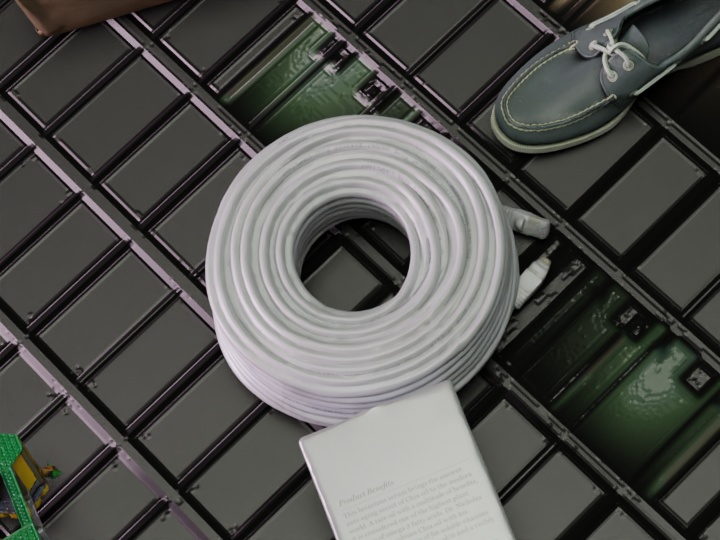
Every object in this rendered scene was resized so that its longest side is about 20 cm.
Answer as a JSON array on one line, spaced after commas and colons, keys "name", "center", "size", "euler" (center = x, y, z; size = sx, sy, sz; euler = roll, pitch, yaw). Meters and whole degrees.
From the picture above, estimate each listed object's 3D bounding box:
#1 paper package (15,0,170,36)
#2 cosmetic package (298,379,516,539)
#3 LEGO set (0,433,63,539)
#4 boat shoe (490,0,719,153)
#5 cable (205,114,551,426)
[{"name": "paper package", "center": [-0.155, -0.283, 1.535], "size": [0.199, 0.104, 0.192], "euler": [-16, 67, 1]}, {"name": "cosmetic package", "center": [0.046, 0.180, 1.336], "size": [0.101, 0.071, 0.201], "euler": [-21, 67, -1]}, {"name": "LEGO set", "center": [-0.243, 0.208, 1.361], "size": [0.199, 0.116, 0.154], "euler": [-35, 38, -12]}, {"name": "boat shoe", "center": [0.171, -0.146, 1.459], "size": [0.199, 0.062, 0.073], "euler": [-28, 67, -5]}, {"name": "cable", "center": [0.000, 0.000, 1.417], "size": [0.199, 0.069, 0.201], "euler": [29, 74, 17]}]
